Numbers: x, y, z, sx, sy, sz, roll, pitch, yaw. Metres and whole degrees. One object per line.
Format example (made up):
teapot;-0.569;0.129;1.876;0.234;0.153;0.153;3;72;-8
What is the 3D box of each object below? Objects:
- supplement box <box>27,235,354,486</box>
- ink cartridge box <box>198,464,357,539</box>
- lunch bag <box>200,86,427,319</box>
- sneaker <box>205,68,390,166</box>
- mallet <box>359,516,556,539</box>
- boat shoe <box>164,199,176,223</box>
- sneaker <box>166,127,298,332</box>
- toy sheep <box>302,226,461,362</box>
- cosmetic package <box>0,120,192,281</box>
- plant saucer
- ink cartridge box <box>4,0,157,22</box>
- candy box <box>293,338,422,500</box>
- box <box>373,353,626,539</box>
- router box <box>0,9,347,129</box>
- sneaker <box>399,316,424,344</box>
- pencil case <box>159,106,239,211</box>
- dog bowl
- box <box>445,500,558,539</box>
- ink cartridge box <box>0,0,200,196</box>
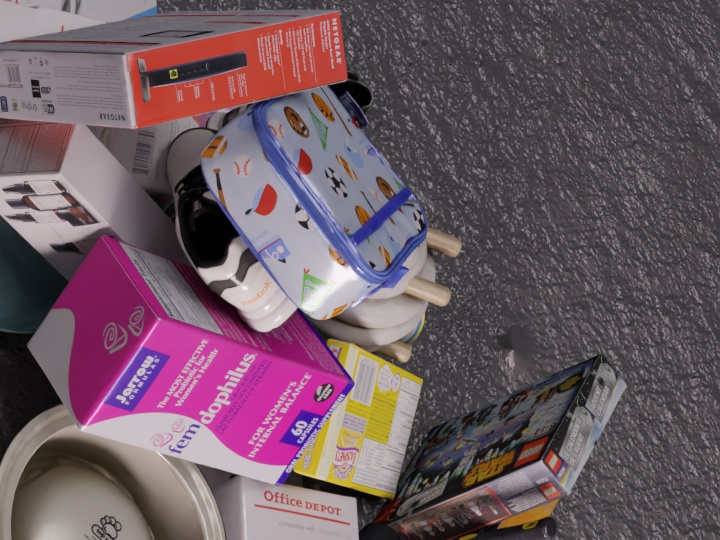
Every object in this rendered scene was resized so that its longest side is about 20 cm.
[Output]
supplement box;-0.118;0.066;1.449;0.199;0.102;0.103;21;21;-43
ink cartridge box;-0.062;0.226;1.530;0.115;0.066;0.202;16;59;-38
lunch bag;-0.024;-0.050;1.423;0.161;0.075;0.200;52;20;-1
sneaker;-0.015;-0.097;1.606;0.200;0.115;0.076;13;61;-49
mallet;0.068;0.209;1.585;0.041;0.199;0.066;59;31;-17
boat shoe;-0.098;0.039;1.563;0.057;0.066;0.201;-79;149;-60
sneaker;-0.099;-0.046;1.451;0.080;0.074;0.200;38;14;-41
toy sheep;0.000;0.000;1.595;0.137;0.200;0.139;13;50;-16
cosmetic package;-0.189;-0.032;1.451;0.200;0.082;0.051;51;46;-51
plant saucer;-0.270;-0.045;1.505;0.199;0.027;0.202;23;55;-36
ink cartridge box;-0.252;-0.205;1.574;0.199;0.066;0.117;10;64;-42
candy box;0.001;0.118;1.593;0.200;0.026;0.103;33;73;-70
box;0.109;0.151;1.649;0.040;0.199;0.137;49;43;-13
router box;-0.139;-0.139;1.389;0.178;0.199;0.049;-16;106;-38
sneaker;-0.014;-0.027;1.715;0.082;0.074;0.202;-15;80;-45
pencil case;-0.122;-0.084;1.633;0.087;0.087;0.202;0;70;-44
dog bowl;-0.190;0.196;1.426;0.199;0.074;0.202;22;55;-35
box;0.074;0.238;1.631;0.042;0.119;0.200;50;44;-14
ink cartridge box;-0.213;-0.126;1.505;0.199;0.067;0.118;10;88;-42
